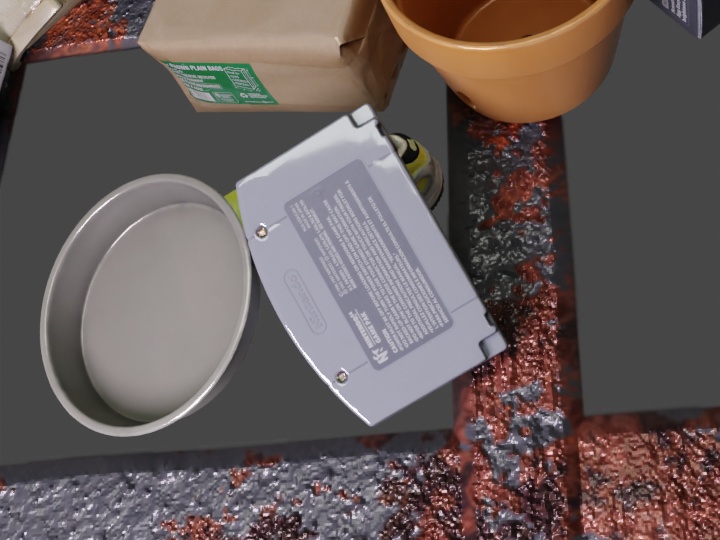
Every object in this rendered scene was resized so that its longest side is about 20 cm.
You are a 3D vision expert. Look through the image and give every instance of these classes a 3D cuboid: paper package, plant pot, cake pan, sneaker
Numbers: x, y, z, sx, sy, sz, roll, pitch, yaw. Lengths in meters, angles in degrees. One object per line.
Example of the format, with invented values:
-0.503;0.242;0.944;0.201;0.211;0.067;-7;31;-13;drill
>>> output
-0.054;-0.230;0.975;0.198;0.104;0.192;6;64;28;paper package
0.121;-0.207;0.900;0.198;0.140;0.202;-8;60;14;plant pot
-0.156;0.027;0.894;0.198;0.037;0.202;-10;69;27;cake pan
-0.038;-0.064;0.911;0.198;0.077;0.076;-18;60;9;sneaker

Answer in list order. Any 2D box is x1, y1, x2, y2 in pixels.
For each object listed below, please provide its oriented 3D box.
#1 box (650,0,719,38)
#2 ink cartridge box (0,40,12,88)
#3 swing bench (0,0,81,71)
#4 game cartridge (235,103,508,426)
0.273;-0.326;0.929;0.196;0.118;0.200;-37;59;-5;box
-0.409;-0.136;1.071;0.199;0.057;0.164;8;81;43;ink cartridge box
-0.315;-0.323;1.053;0.199;0.130;0.200;45;77;-12;swing bench
0.000;0.000;0.840;0.133;0.040;0.201;-29;84;3;game cartridge
